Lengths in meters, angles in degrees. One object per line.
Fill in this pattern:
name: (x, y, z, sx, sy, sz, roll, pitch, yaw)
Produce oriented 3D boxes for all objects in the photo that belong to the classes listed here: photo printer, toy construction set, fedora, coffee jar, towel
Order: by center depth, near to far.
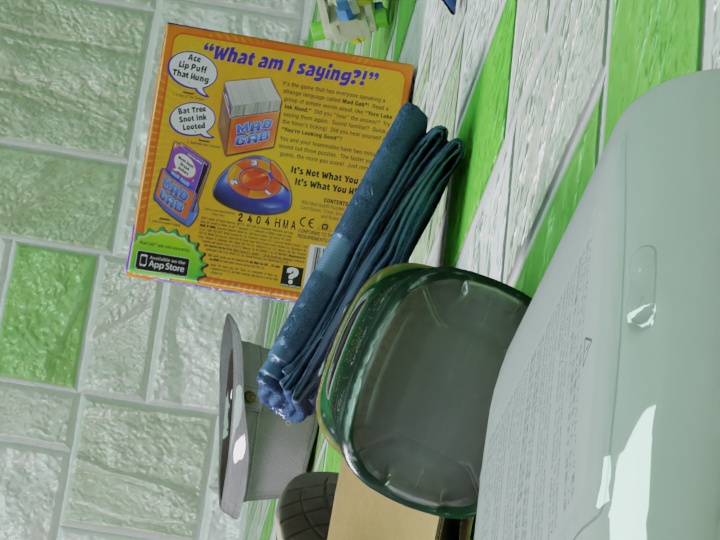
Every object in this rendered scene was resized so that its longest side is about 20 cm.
photo printer: (0.080, 0.054, 0.667, 0.200, 0.069, 0.167, 108, 170, -60)
coffee jar: (0.031, 0.050, 1.137, 0.200, 0.085, 0.105, -161, 93, -85)
towel: (0.000, 0.000, 1.543, 0.200, 0.048, 0.112, -62, -2, -10)
toy construction set: (-0.011, -0.290, 2.310, 0.131, 0.092, 0.200, 69, -153, -45)
fedora: (-0.089, 0.143, 2.401, 0.177, 0.090, 0.200, 103, 168, -52)

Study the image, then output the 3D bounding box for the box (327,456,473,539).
box: (0.017, 0.145, 1.331, 0.200, 0.021, 0.164, -124, 43, -69)

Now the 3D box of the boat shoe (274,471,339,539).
boat shoe: (-0.026, 0.205, 1.624, 0.200, 0.074, 0.073, -87, 8, -60)

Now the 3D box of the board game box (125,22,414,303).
board game box: (-0.078, -0.078, 2.035, 0.200, 0.199, 0.200, 170, 109, -85)

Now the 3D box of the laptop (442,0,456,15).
laptop: (0.088, -0.299, 1.636, 0.200, 0.116, 0.188, -21, 56, 51)
